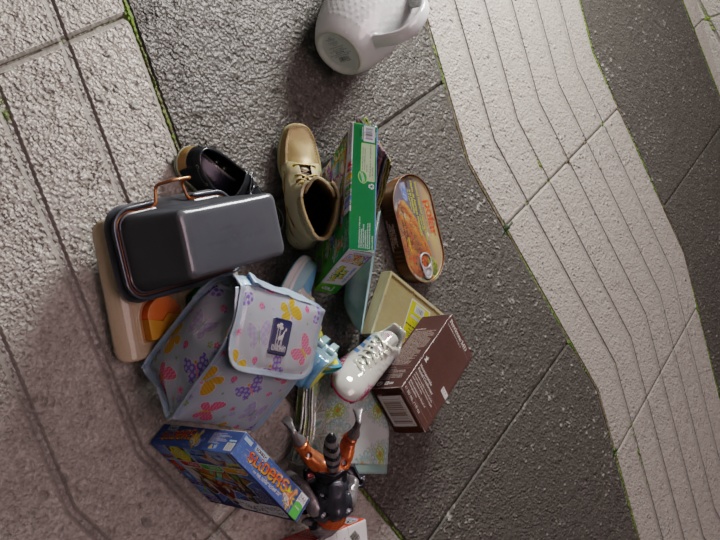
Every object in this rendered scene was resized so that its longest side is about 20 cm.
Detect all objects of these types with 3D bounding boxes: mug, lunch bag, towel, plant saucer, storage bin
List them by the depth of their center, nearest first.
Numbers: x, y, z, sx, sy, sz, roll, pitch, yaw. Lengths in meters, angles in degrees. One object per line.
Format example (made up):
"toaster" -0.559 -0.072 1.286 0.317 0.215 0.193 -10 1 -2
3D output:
"storage bin" -0.201 -0.050 0.973 0.199 0.133 0.148 -18 99 -48
"lunch bag" -0.156 0.105 1.000 0.201 0.127 0.169 -51 143 11
"towel" 0.006 -0.148 1.197 0.022 0.201 0.145 7 116 -15
"towel" -0.025 0.241 1.236 0.199 0.048 0.174 16 74 -42
"plant saucer" 0.000 0.000 1.237 0.038 0.201 0.204 10 73 1
"mug" 0.024 -0.419 1.266 0.176 0.198 0.148 -58 140 -25

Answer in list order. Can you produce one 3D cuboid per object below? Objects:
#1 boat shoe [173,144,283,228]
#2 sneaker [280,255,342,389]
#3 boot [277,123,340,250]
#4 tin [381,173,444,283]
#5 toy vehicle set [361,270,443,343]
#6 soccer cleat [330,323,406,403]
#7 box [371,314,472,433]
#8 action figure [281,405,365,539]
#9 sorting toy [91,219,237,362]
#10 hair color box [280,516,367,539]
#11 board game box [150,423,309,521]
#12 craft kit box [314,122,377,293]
"boat shoe" -0.183 -0.115 1.120 0.200 0.062 0.075 40 57 -35
"sneaker" -0.074 0.086 1.150 0.129 0.080 0.202 20 75 3
"boot" -0.079 -0.137 1.154 0.072 0.155 0.203 -1 87 -15
"tin" 0.098 -0.076 1.403 0.111 0.042 0.203 -18 97 -40
"toy vehicle set" 0.091 0.106 1.379 0.200 0.026 0.125 39 60 -34
"soccer cleat" 0.015 0.137 1.208 0.070 0.087 0.200 41 25 5
"box" 0.110 0.175 1.309 0.200 0.074 0.101 -50 119 -43
"action figure" -0.070 0.307 1.104 0.198 0.104 0.196 -11 108 -23
"sorting toy" -0.250 0.012 1.032 0.199 0.036 0.188 -14 96 -43
"hair color box" -0.075 0.457 1.150 0.198 0.064 0.113 -5 88 -43
"board game box" -0.173 0.259 0.985 0.136 0.199 0.035 54 53 -25
"craft kit box" -0.024 -0.090 1.164 0.048 0.198 0.203 6 70 -13
